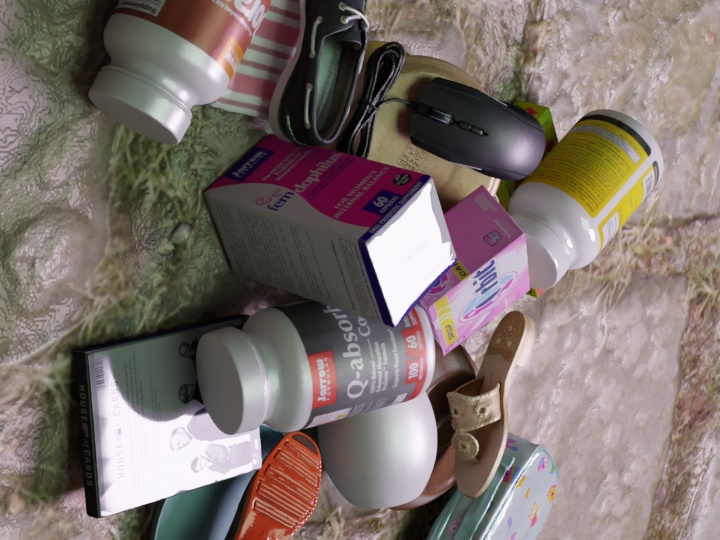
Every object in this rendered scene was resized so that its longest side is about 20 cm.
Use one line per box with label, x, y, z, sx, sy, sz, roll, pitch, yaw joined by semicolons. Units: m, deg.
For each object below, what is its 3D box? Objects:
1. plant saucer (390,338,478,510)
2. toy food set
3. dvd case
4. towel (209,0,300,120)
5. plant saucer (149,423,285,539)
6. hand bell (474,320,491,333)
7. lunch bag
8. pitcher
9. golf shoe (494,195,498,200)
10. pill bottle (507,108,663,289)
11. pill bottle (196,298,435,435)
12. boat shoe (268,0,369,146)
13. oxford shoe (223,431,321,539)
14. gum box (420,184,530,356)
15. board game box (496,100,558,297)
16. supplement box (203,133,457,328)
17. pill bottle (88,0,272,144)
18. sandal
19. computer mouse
plant saucer;0.082;0.176;1.923;0.200;0.037;0.201;-24;123;-44
toy food set;0.042;-0.111;1.680;0.199;0.049;0.198;16;97;-17
dvd case;-0.172;0.129;1.574;0.200;0.025;0.151;-11;101;-46
towel;-0.066;-0.234;1.581;0.146;0.030;0.201;6;100;-51
plant saucer;-0.136;0.240;1.688;0.200;0.027;0.201;-24;123;-44
hand bell;0.131;0.020;1.889;0.200;0.104;0.104;6;100;-71
lunch bag;0.151;0.282;1.999;0.200;0.077;0.160;-60;151;-14
pitcher;0.023;0.127;1.780;0.172;0.121;0.201;-31;117;-59
golf shoe;0.108;-0.062;1.810;0.200;0.097;0.078;39;71;-52
pill bottle;0.230;-0.074;1.864;0.200;0.112;0.113;-46;135;-30
pill bottle;-0.042;0.083;1.587;0.200;0.116;0.116;-13;115;-29
boat shoe;-0.022;-0.208;1.571;0.076;0.060;0.201;11;93;-45
oxford shoe;-0.100;0.244;1.672;0.071;0.072;0.200;38;55;-17
gum box;0.100;0.005;1.688;0.113;0.066;0.200;-38;162;-5
board game box;0.187;-0.079;1.940;0.102;0.048;0.200;-47;136;-29
supplement box;-0.029;-0.039;1.567;0.101;0.200;0.104;-46;134;-31
pill bottle;-0.141;-0.211;1.430;0.112;0.112;0.200;39;73;-50
sandal;0.124;0.136;1.888;0.070;0.078;0.212;28;76;-32
computer mouse;0.078;-0.115;1.638;0.200;0.046;0.141;26;93;-18
